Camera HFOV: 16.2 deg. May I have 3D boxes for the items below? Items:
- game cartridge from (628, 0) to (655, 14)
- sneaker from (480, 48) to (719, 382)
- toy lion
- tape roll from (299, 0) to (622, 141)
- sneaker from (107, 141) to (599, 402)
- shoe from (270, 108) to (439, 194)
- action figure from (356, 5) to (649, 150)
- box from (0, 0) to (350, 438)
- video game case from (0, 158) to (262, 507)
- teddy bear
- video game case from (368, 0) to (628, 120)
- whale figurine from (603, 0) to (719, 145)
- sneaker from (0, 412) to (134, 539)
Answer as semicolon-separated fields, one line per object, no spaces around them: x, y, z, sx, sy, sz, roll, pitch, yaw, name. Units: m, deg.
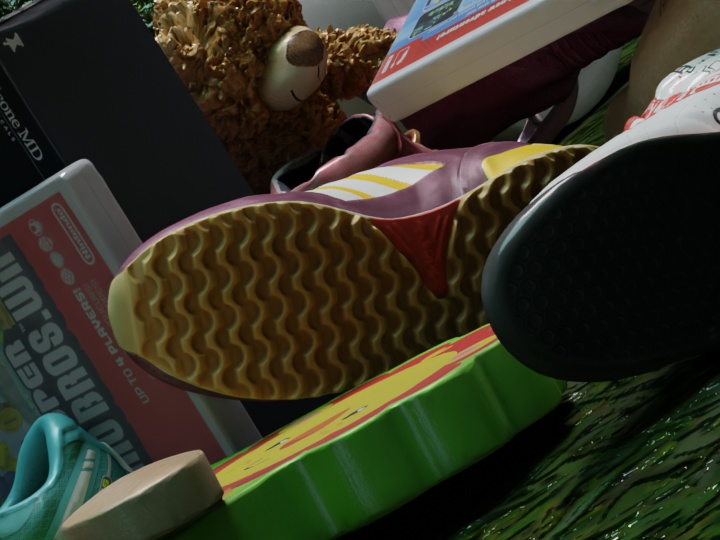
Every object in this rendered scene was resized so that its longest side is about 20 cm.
0.209;-0.154;1.040;0.199;0.039;0.129;-28;-32;33;game cartridge
0.101;-0.021;0.787;0.201;0.068;0.108;-33;6;-25;sneaker
-0.035;0.076;0.799;0.199;0.069;0.191;-26;4;46;toy lion
0.026;-0.147;1.371;0.139;0.203;0.203;-26;10;44;tape roll
0.000;0.000;0.914;0.199;0.076;0.090;-10;6;-19;sneaker
0.025;-0.030;1.055;0.071;0.091;0.200;-30;8;23;shoe
0.096;-0.111;1.149;0.199;0.149;0.134;-25;25;31;action figure
-0.106;0.003;0.979;0.141;0.201;0.079;-24;11;46;box
-0.127;0.055;0.960;0.199;0.144;0.017;-26;8;44;video game case
-0.028;-0.043;1.085;0.144;0.201;0.067;-23;36;-32;teddy bear
0.087;-0.154;0.997;0.143;0.017;0.201;-24;30;45;video game case
0.165;-0.093;0.935;0.200;0.103;0.159;-56;10;27;whale figurine
-0.153;0.126;0.873;0.200;0.080;0.077;-40;10;-34;sneaker
